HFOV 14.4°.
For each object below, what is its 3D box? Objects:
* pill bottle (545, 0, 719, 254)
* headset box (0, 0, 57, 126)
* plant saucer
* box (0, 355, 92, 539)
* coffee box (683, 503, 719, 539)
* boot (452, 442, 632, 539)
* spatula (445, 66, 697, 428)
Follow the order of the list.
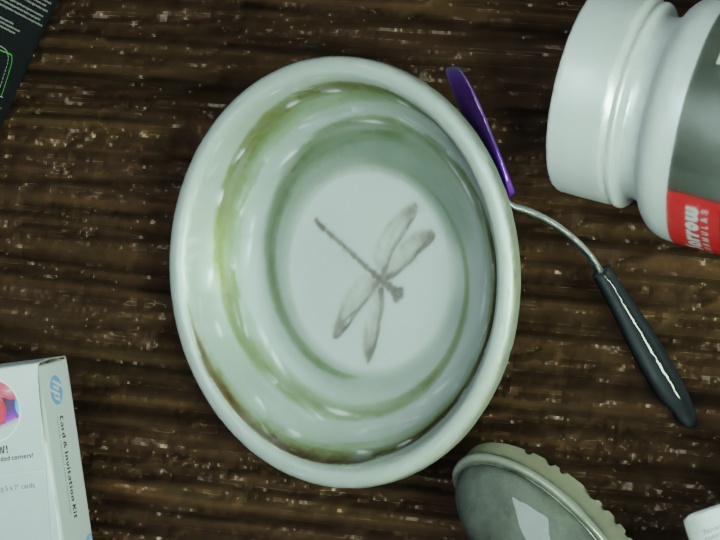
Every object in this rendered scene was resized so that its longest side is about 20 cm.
[{"bbox_3d":[0.191,-0.057,1.268,0.199,0.114,0.115,15,88,19],"label":"pill bottle"},{"bbox_3d":[-0.233,-0.190,1.432,0.173,0.093,0.201,24,91,19],"label":"headset box"},{"bbox_3d":[0.000,0.000,1.340,0.199,0.050,0.202,2,94,35],"label":"plant saucer"},{"bbox_3d":[-0.207,0.151,1.392,0.155,0.041,0.201,-8,93,17],"label":"box"},{"bbox_3d":[0.216,0.191,1.230,0.079,0.114,0.201,-22,77,14],"label":"coffee box"},{"bbox_3d":[0.056,0.193,1.236,0.182,0.073,0.200,46,57,8],"label":"boot"},{"bbox_3d":[0.096,-0.009,1.306,0.021,0.057,0.200,-38,96,-4],"label":"spatula"}]
